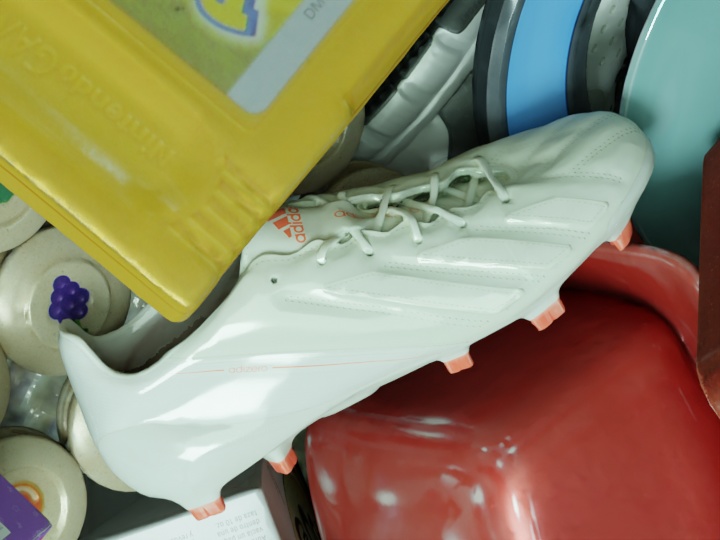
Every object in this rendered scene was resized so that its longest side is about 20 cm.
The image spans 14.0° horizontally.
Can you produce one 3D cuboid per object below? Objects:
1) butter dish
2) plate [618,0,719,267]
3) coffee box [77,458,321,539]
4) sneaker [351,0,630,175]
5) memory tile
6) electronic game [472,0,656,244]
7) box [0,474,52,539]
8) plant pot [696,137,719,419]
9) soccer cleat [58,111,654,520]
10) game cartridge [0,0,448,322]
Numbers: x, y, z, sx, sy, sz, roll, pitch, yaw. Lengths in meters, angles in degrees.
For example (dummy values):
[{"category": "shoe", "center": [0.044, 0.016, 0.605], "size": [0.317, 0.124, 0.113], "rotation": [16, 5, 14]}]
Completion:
[{"category": "butter dish", "center": [0.047, 0.100, 0.975], "size": [0.148, 0.199, 0.201], "rotation": [-28, 106, -24]}, {"category": "plate", "center": [0.174, -0.070, 0.975], "size": [0.200, 0.026, 0.201], "rotation": [-19, 132, -23]}, {"category": "coffee box", "center": [-0.036, 0.159, 1.048], "size": [0.080, 0.113, 0.201], "rotation": [-19, 104, 5]}, {"category": "sneaker", "center": [0.071, -0.100, 1.009], "size": [0.080, 0.074, 0.200], "rotation": [35, 107, -25]}, {"category": "memory tile", "center": [-0.076, -0.005, 0.936], "size": [0.200, 0.017, 0.154], "rotation": [-38, 119, -18]}, {"category": "electronic game", "center": [0.126, -0.085, 0.978], "size": [0.199, 0.042, 0.201], "rotation": [-17, 129, -23]}, {"category": "box", "center": [-0.205, 0.057, 0.888], "size": [0.200, 0.039, 0.137], "rotation": [44, 121, 5]}, {"category": "plant pot", "center": [0.209, 0.008, 0.880], "size": [0.176, 0.200, 0.200], "rotation": [-26, 116, 23]}, {"category": "soccer cleat", "center": [0.000, 0.000, 0.916], "size": [0.200, 0.069, 0.078], "rotation": [-32, 113, -1]}, {"category": "game cartridge", "center": [-0.060, -0.113, 0.896], "size": [0.176, 0.032, 0.200], "rotation": [39, 69, -2]}]
